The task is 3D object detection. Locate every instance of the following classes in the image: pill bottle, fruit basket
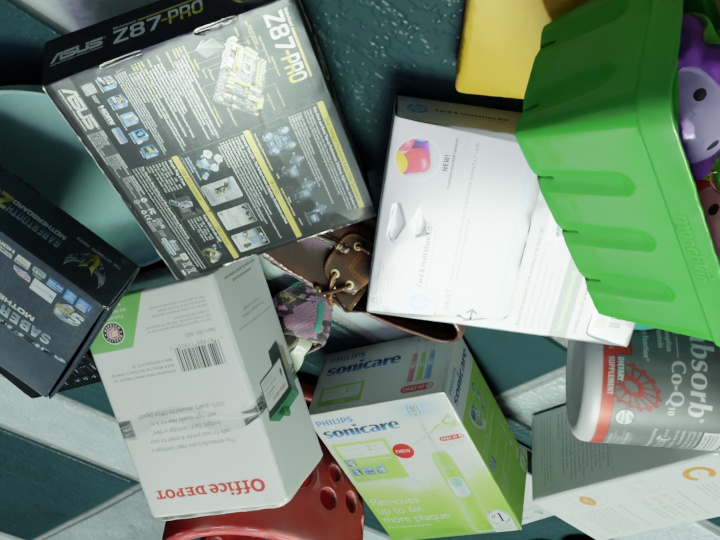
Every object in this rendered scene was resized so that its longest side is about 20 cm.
[{"bbox_3d":[0.277,0.090,0.781,0.197,0.117,0.117,3,144,4],"label":"pill bottle"},{"bbox_3d":[0.210,-0.071,0.509,0.213,0.157,0.217,14,145,10],"label":"fruit basket"}]

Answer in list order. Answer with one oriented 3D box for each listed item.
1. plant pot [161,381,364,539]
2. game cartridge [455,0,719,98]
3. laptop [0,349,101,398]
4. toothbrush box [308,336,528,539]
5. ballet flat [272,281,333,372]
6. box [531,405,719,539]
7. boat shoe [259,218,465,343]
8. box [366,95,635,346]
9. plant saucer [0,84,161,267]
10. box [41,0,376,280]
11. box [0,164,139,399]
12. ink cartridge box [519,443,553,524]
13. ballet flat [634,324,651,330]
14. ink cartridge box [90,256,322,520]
[{"bbox_3d":[-0.091,0.221,0.962,0.197,0.184,0.201,4,145,3],"label":"plant pot"},{"bbox_3d":[0.149,-0.173,0.521,0.174,0.033,0.201,6,146,1],"label":"game cartridge"},{"bbox_3d":[-0.294,0.098,0.893,0.197,0.104,0.178,-15,139,16],"label":"laptop"},{"bbox_3d":[0.061,0.166,0.911,0.144,0.087,0.201,-13,124,26],"label":"toothbrush box"},{"bbox_3d":[-0.091,0.080,0.866,0.069,0.072,0.200,23,141,-26],"label":"ballet flat"},{"bbox_3d":[0.284,0.184,0.923,0.199,0.098,0.124,-26,133,38],"label":"box"},{"bbox_3d":[0.000,0.000,0.745,0.198,0.071,0.071,18,144,-13],"label":"boat shoe"},{"bbox_3d":[0.110,-0.031,0.663,0.197,0.041,0.158,7,122,-2],"label":"box"},{"bbox_3d":[-0.223,-0.073,0.710,0.197,0.036,0.201,5,143,3],"label":"plant saucer"},{"bbox_3d":[-0.090,-0.088,0.622,0.159,0.050,0.201,-17,140,7],"label":"box"},{"bbox_3d":[-0.278,-0.007,0.694,0.199,0.051,0.158,38,136,-9],"label":"box"},{"bbox_3d":[0.153,0.229,1.057,0.199,0.040,0.099,32,137,-32],"label":"ink cartridge box"},{"bbox_3d":[0.251,-0.017,0.671,0.067,0.071,0.200,10,158,-24],"label":"ballet flat"},{"bbox_3d":[-0.134,0.098,0.799,0.144,0.084,0.203,-11,103,25],"label":"ink cartridge box"}]
